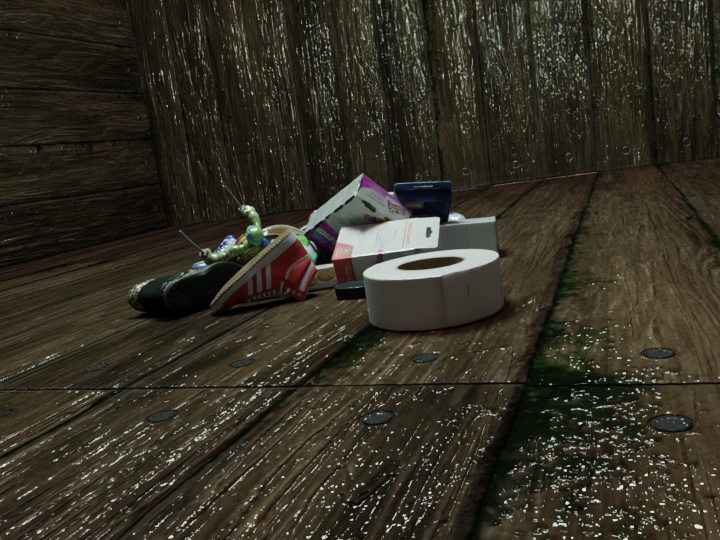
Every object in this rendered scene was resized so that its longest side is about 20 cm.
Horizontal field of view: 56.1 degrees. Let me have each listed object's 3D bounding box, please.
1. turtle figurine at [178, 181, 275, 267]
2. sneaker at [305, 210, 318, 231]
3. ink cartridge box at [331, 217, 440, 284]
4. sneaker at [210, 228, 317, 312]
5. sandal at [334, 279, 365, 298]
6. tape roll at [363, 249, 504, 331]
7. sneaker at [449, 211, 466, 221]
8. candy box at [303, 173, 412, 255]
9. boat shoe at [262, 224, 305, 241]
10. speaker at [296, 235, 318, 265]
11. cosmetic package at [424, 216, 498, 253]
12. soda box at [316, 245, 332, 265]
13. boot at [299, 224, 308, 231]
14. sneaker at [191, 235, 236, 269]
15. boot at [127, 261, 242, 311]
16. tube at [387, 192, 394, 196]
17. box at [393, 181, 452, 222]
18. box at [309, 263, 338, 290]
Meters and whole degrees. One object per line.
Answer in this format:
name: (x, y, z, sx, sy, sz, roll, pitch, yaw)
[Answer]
turtle figurine: (-0.272, -0.065, 1.396, 0.194, 0.148, 0.195, 14, -32, -14)
sneaker: (-0.023, -0.095, 1.478, 0.193, 0.076, 0.087, 1, -29, -4)
ink cartridge box: (0.054, -0.035, 1.253, 0.194, 0.069, 0.118, -7, 32, 14)
sneaker: (-0.166, 0.033, 1.209, 0.199, 0.113, 0.071, -40, 15, -4)
sandal: (0.049, 0.011, 1.147, 0.194, 0.050, 0.075, -8, 9, 9)
tape roll: (0.103, 0.024, 0.957, 0.196, 0.073, 0.203, -8, 9, 1)
sneaker: (0.141, -0.079, 1.531, 0.196, 0.077, 0.114, -8, 8, 37)
candy box: (-0.007, -0.095, 1.367, 0.198, 0.135, 0.062, -29, 34, 49)
boat shoe: (-0.154, -0.059, 1.598, 0.194, 0.078, 0.072, 1, 24, -24)
speaker: (-0.131, -0.022, 1.399, 0.086, 0.091, 0.200, -8, 9, 0)
cosmetic package: (0.181, -0.063, 1.374, 0.194, 0.077, 0.102, -6, 7, 12)
soda box: (-0.082, -0.048, 1.548, 0.194, 0.072, 0.063, -11, 8, -12)
boot: (-0.065, -0.086, 1.713, 0.198, 0.076, 0.154, -12, 12, -13)
sneaker: (-0.343, -0.040, 1.696, 0.197, 0.091, 0.074, -19, 16, -41)
boot: (-0.335, 0.032, 1.311, 0.150, 0.076, 0.202, -6, 8, 36)
tube: (0.080, -0.145, 1.470, 0.058, 0.052, 0.200, -44, -6, -2)
box: (0.126, -0.127, 1.397, 0.117, 0.033, 0.201, -2, -19, 3)
box: (-0.135, 0.022, 1.278, 0.194, 0.043, 0.039, -9, 9, -4)
